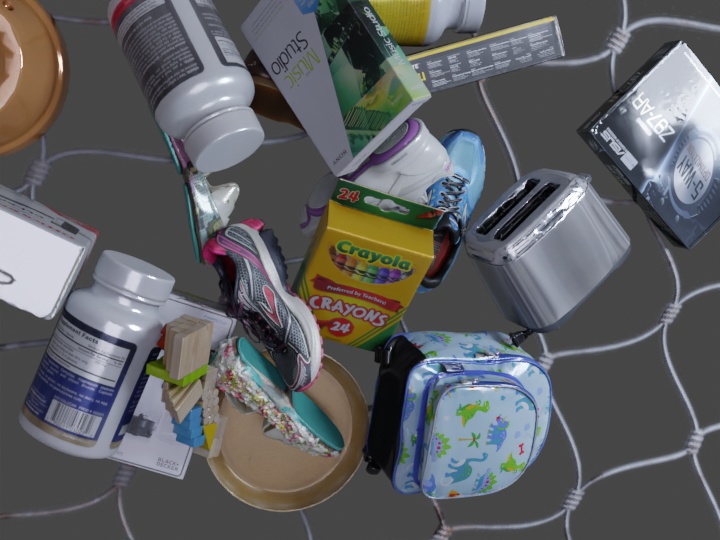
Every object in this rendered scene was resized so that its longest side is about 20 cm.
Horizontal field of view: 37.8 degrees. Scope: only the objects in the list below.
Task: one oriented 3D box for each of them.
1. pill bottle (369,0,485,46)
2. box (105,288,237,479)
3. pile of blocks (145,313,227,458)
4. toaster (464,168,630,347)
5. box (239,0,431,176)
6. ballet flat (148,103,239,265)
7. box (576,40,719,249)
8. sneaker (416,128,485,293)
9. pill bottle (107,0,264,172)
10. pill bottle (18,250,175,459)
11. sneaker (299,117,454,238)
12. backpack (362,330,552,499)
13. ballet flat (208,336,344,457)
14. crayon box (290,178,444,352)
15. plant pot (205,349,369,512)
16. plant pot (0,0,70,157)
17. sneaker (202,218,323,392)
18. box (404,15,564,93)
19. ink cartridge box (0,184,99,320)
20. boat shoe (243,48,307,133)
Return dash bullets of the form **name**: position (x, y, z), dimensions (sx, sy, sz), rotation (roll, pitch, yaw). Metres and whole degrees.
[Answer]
- **pill bottle**: position (0.033, -0.306, 1.168), dimensions (0.199, 0.112, 0.113), rotation (-1, 97, -10)
- **box**: position (-0.225, 0.123, 1.204), dimensions (0.116, 0.060, 0.201), rotation (17, 94, -11)
- **pile of blocks**: position (-0.193, 0.129, 1.109), dimensions (0.062, 0.082, 0.201), rotation (16, 133, 21)
- **toaster**: position (0.208, -0.024, 1.216), dimensions (0.200, 0.114, 0.129), rotation (-43, 118, -12)
- **box**: position (-0.030, -0.218, 1.088), dimensions (0.036, 0.144, 0.200), rotation (-27, 80, -46)
- **ballet flat**: position (-0.177, -0.109, 1.182), dimensions (0.071, 0.069, 0.201), rotation (-17, 96, -11)
- **box**: position (0.387, -0.152, 1.284), dimensions (0.160, 0.044, 0.200), rotation (-43, 102, -3)
- **sneaker**: position (0.105, -0.065, 1.222), dimensions (0.078, 0.090, 0.201), rotation (15, 94, -12)
- **pill bottle**: position (-0.179, -0.209, 1.110), dimensions (0.110, 0.111, 0.201), rotation (-26, 76, -6)
- **pill bottle**: position (-0.271, 0.086, 1.108), dimensions (0.111, 0.111, 0.201), rotation (23, 94, -12)
- **sneaker**: position (0.017, -0.084, 1.187), dimensions (0.200, 0.075, 0.100), rotation (-33, 128, 29)
- **backpack**: position (0.125, 0.169, 1.216), dimensions (0.199, 0.147, 0.184), rotation (-3, 112, -25)
- **ballet flat**: position (-0.101, 0.151, 1.195), dimensions (0.064, 0.076, 0.200), rotation (-35, 114, 17)
- **crayon box**: position (0.000, 0.000, 1.177), dimensions (0.126, 0.051, 0.200), rotation (15, 131, -11)
- **plant pot**: position (-0.089, 0.186, 1.253), dimensions (0.199, 0.027, 0.201), rotation (-1, 97, -11)
- **plant pot**: position (-0.408, -0.214, 1.089), dimensions (0.199, 0.140, 0.201), rotation (-1, 98, -11)
- **sneaker**: position (-0.110, 0.045, 1.166), dimensions (0.075, 0.081, 0.201), rotation (-24, 85, -41)
- **box**: position (0.104, -0.229, 1.166), dimensions (0.199, 0.160, 0.050), rotation (-17, 99, -7)
- **ink cartridge box**: position (-0.358, -0.027, 1.090), dimensions (0.144, 0.200, 0.084), rotation (26, 92, -12)
- **boat shoe**: position (-0.044, -0.189, 1.193), dimensions (0.199, 0.070, 0.071), rotation (27, 52, -18)
